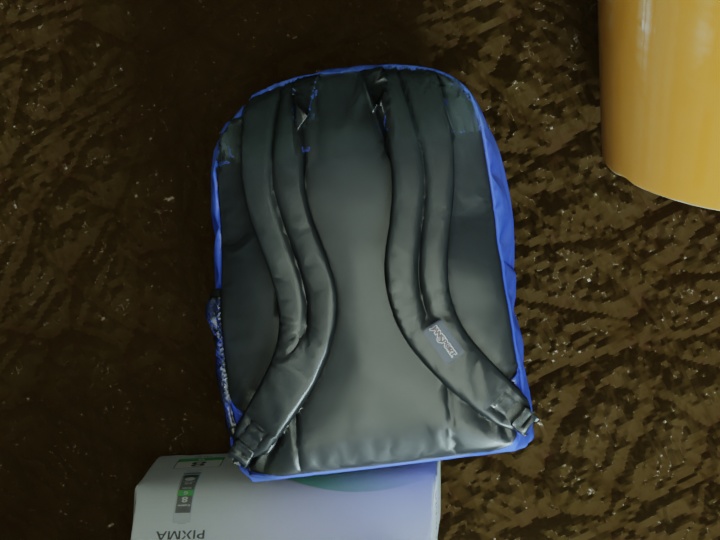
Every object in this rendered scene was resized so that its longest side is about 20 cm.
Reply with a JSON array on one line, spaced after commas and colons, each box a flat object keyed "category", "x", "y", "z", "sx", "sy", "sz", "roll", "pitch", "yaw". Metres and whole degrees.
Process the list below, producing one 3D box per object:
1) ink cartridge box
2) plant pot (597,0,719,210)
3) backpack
[{"category": "ink cartridge box", "x": -0.040, "y": 0.133, "z": 1.153, "sx": 0.160, "sy": 0.200, "sz": 0.050, "roll": -2, "pitch": 95, "yaw": 4}, {"category": "plant pot", "x": 0.200, "y": -0.133, "z": 1.139, "sx": 0.199, "sy": 0.200, "sz": 0.184, "roll": 9, "pitch": 110, "yaw": 4}, {"category": "backpack", "x": 0.000, "y": 0.000, "z": 1.160, "sx": 0.161, "sy": 0.168, "sz": 0.201, "roll": -8, "pitch": 87, "yaw": 2}]
